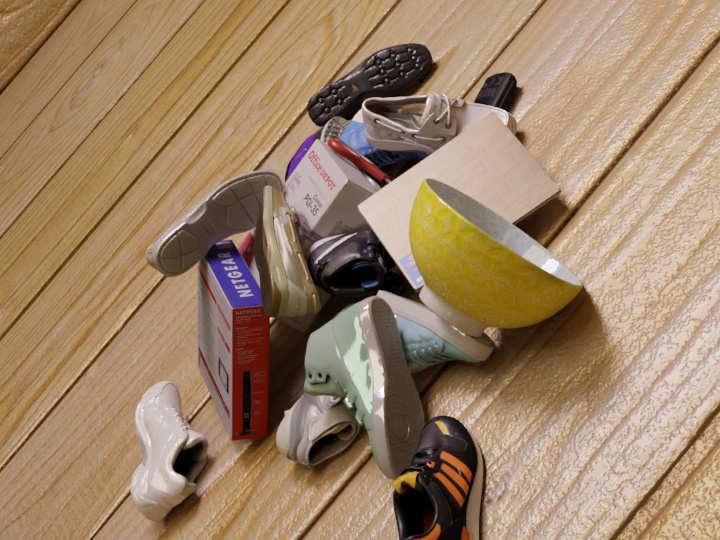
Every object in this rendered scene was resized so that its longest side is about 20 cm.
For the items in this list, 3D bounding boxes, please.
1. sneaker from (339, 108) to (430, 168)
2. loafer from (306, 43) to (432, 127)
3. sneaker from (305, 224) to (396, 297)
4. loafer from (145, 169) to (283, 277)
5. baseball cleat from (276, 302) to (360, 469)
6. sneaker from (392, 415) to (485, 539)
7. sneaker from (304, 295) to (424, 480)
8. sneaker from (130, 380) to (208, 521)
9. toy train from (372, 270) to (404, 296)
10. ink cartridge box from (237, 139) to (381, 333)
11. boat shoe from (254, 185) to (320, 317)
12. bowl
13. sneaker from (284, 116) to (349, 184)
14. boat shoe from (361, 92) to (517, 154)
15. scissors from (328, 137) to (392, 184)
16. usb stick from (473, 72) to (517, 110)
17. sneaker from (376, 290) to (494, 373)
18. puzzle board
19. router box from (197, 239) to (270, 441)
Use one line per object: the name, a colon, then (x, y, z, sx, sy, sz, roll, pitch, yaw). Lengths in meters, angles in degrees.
sneaker: (0.020, -0.150, 1.789, 0.112, 0.077, 0.199, -52, 31, -8)
loafer: (0.015, -0.269, 1.937, 0.199, 0.069, 0.070, -27, -5, 12)
sneaker: (0.036, -0.022, 1.589, 0.198, 0.074, 0.112, -26, 22, -3)
loafer: (-0.189, -0.067, 1.692, 0.199, 0.073, 0.063, -37, 26, -21)
baseball cleat: (-0.020, 0.137, 1.546, 0.106, 0.069, 0.202, 18, 79, 50)
sneaker: (0.071, 0.209, 1.314, 0.069, 0.090, 0.202, -29, 36, 27)
sneaker: (-0.001, 0.143, 1.458, 0.117, 0.073, 0.203, -27, 63, 34)
sneaker: (-0.234, 0.221, 1.713, 0.098, 0.078, 0.202, -26, 46, 21)
toy train: (0.000, 0.000, 1.689, 0.046, 0.034, 0.200, -49, 31, -7)
ink cartridge box: (-0.064, -0.047, 1.700, 0.201, 0.082, 0.147, -54, 30, 11)
boat shoe: (-0.089, -0.023, 1.595, 0.202, 0.062, 0.074, -103, 21, -49)
bowl: (0.122, 0.003, 1.396, 0.108, 0.199, 0.200, -57, 29, 11)
sneaker: (-0.076, -0.121, 1.897, 0.099, 0.069, 0.202, -19, 37, 49)
boat shoe: (0.094, -0.186, 1.658, 0.197, 0.070, 0.072, 1, 57, 18)
scissors: (0.038, -0.114, 1.705, 0.014, 0.199, 0.073, -57, -15, 7)
usb stick: (0.142, -0.167, 1.698, 0.055, 0.033, 0.202, -1, 55, 53)
sneaker: (0.074, 0.084, 1.485, 0.199, 0.073, 0.083, 22, 94, 58)
puzzle board: (0.111, -0.079, 1.537, 0.199, 0.017, 0.151, -35, 52, 0)
router box: (-0.162, 0.084, 1.678, 0.048, 0.182, 0.200, -5, 26, -18)
